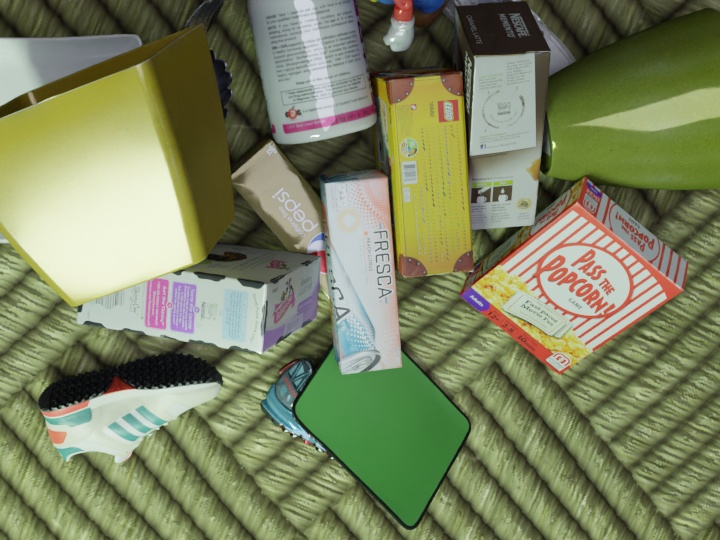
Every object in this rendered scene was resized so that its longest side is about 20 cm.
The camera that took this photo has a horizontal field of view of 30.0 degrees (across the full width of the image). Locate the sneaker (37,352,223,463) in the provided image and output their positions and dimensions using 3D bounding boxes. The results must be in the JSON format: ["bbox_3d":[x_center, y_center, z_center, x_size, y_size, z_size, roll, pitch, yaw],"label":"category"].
[{"bbox_3d":[-0.244,0.155,1.456,0.197,0.071,0.094,-11,119,-7],"label":"sneaker"}]

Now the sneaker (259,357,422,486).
[{"bbox_3d":[-0.006,0.165,1.475,0.199,0.079,0.096,30,93,-12],"label":"sneaker"}]

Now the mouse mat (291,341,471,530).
[{"bbox_3d":[0.027,0.161,1.464,0.200,0.008,0.161,45,54,-14],"label":"mouse mat"}]

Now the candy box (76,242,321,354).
[{"bbox_3d":[-0.158,0.019,1.349,0.197,0.168,0.073,8,101,16],"label":"candy box"}]

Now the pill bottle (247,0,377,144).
[{"bbox_3d":[-0.054,-0.239,1.379,0.112,0.113,0.203,-12,102,-5],"label":"pill bottle"}]

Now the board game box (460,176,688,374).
[{"bbox_3d":[0.225,0.010,1.435,0.151,0.047,0.200,37,134,-11],"label":"board game box"}]

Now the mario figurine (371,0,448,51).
[{"bbox_3d":[0.006,-0.291,1.328,0.123,0.199,0.107,33,104,24],"label":"mario figurine"}]

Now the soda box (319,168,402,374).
[{"bbox_3d":[0.000,0.000,1.384,0.067,0.064,0.203,-6,101,-6],"label":"soda box"}]

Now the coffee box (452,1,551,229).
[{"bbox_3d":[0.139,-0.158,1.381,0.079,0.115,0.202,-4,127,-6],"label":"coffee box"}]

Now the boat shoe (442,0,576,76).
[{"bbox_3d":[0.159,-0.249,1.427,0.199,0.069,0.071,36,92,-13],"label":"boat shoe"}]

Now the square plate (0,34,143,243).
[{"bbox_3d":[-0.295,-0.126,1.302,0.195,0.028,0.203,1,104,11],"label":"square plate"}]

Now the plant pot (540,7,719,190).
[{"bbox_3d":[0.280,-0.163,1.398,0.197,0.187,0.190,-10,101,-5],"label":"plant pot"}]

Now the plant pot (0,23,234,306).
[{"bbox_3d":[-0.215,-0.087,1.186,0.198,0.200,0.178,-18,106,13],"label":"plant pot"}]

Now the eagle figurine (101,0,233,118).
[{"bbox_3d":[-0.213,-0.181,1.348,0.197,0.151,0.154,-15,91,3],"label":"eagle figurine"}]

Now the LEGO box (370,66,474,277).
[{"bbox_3d":[0.062,-0.106,1.399,0.076,0.149,0.203,-6,101,-7],"label":"LEGO box"}]

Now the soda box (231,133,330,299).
[{"bbox_3d":[-0.057,-0.048,1.435,0.064,0.068,0.200,-40,103,2],"label":"soda box"}]
